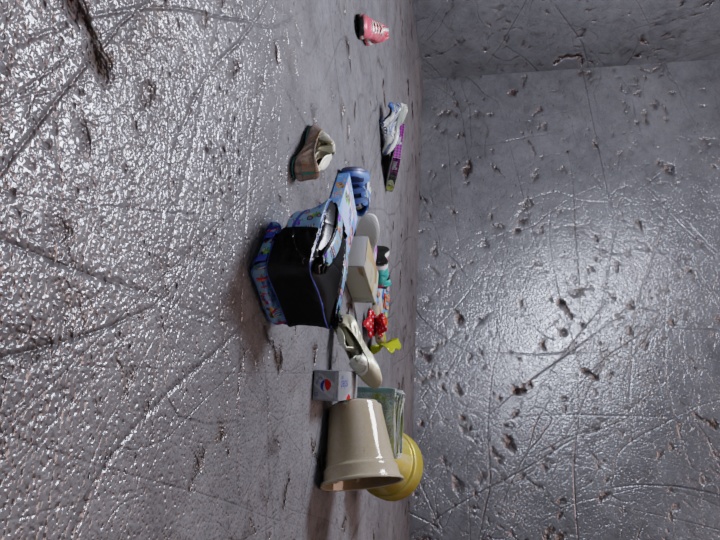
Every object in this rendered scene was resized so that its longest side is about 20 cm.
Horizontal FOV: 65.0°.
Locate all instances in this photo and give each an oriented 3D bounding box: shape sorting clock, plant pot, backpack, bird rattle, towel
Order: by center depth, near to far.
[{"bbox_3d":[-0.093,-0.022,0.993,0.184,0.132,0.202,77,18,-47],"label":"backpack"},{"bbox_3d":[-0.004,0.415,1.353,0.201,0.197,0.186,68,15,-61],"label":"plant pot"},{"bbox_3d":[0.027,0.390,1.467,0.048,0.198,0.174,17,73,-48],"label":"towel"},{"bbox_3d":[0.061,0.558,1.660,0.189,0.198,0.204,45,45,-51],"label":"plant pot"},{"bbox_3d":[0.054,0.189,1.898,0.164,0.111,0.201,-94,162,-49],"label":"bird rattle"},{"bbox_3d":[0.080,0.093,2.071,0.200,0.039,0.204,0,90,-79],"label":"shape sorting clock"}]

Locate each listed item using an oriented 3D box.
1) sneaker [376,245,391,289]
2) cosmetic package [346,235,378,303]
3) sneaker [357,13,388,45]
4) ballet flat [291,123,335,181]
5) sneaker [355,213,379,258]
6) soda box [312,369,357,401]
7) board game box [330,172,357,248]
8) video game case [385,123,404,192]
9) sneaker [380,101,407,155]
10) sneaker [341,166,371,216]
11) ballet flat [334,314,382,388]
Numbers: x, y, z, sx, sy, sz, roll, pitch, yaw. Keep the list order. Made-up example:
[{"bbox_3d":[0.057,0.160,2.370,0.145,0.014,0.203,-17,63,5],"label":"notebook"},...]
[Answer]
[{"bbox_3d":[0.065,0.000,1.894,0.201,0.082,0.123,-81,174,-67],"label":"sneaker"},{"bbox_3d":[0.000,0.000,1.598,0.201,0.070,0.107,71,22,-58],"label":"cosmetic package"},{"bbox_3d":[0.043,-0.756,1.761,0.200,0.085,0.075,-45,133,-74],"label":"sneaker"},{"bbox_3d":[-0.088,-0.245,1.177,0.202,0.066,0.069,-77,163,-47],"label":"ballet flat"},{"bbox_3d":[0.022,-0.092,1.730,0.115,0.071,0.203,-74,171,-63],"label":"sneaker"},{"bbox_3d":[-0.056,0.272,1.345,0.200,0.062,0.070,44,48,-74],"label":"soda box"},{"bbox_3d":[-0.048,-0.130,1.449,0.202,0.036,0.153,-78,163,-47],"label":"board game box"},{"bbox_3d":[0.137,-0.447,2.239,0.182,0.035,0.202,103,-3,-54],"label":"video game case"},{"bbox_3d":[0.106,-0.540,2.136,0.077,0.084,0.203,-128,-126,-69],"label":"sneaker"},{"bbox_3d":[-0.008,-0.219,1.561,0.200,0.073,0.084,58,36,-67],"label":"sneaker"},{"bbox_3d":[-0.014,0.202,1.397,0.202,0.069,0.070,62,2,20],"label":"ballet flat"}]
